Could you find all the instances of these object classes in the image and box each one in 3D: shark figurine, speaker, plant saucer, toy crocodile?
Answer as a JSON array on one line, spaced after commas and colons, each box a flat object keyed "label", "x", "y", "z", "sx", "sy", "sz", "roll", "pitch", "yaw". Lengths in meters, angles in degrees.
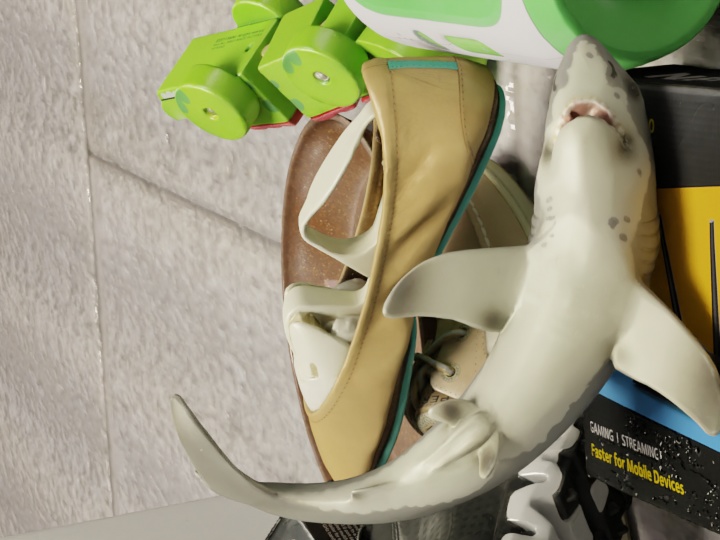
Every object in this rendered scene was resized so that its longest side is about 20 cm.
[{"label": "shark figurine", "x": 0.043, "y": 0.040, "z": 0.807, "sx": 0.128, "sy": 0.214, "sz": 0.089, "roll": 50, "pitch": -167, "yaw": 10}, {"label": "speaker", "x": 0.056, "y": -0.121, "z": 0.880, "sx": 0.200, "sy": 0.088, "sz": 0.089, "roll": -159, "pitch": 63, "yaw": -66}, {"label": "plant saucer", "x": 0.009, "y": 0.025, "z": 1.101, "sx": 0.200, "sy": 0.036, "sz": 0.202, "roll": 174, "pitch": 90, "yaw": -71}, {"label": "toy crocodile", "x": -0.022, "y": -0.094, "z": 1.063, "sx": 0.199, "sy": 0.062, "sz": 0.068, "roll": -10, "pitch": 43, "yaw": 49}]

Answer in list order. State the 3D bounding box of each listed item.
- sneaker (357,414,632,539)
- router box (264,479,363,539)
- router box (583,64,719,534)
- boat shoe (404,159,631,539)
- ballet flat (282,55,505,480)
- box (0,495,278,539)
[{"label": "sneaker", "x": 0.029, "y": 0.128, "z": 0.859, "sx": 0.090, "sy": 0.200, "sz": 0.067, "roll": -5, "pitch": 124, "yaw": 32}, {"label": "router box", "x": 0.014, "y": 0.211, "z": 1.035, "sx": 0.200, "sy": 0.062, "sz": 0.150, "roll": 54, "pitch": 136, "yaw": 24}, {"label": "router box", "x": 0.133, "y": 0.012, "z": 0.772, "sx": 0.200, "sy": 0.051, "sz": 0.150, "roll": -164, "pitch": 68, "yaw": -68}, {"label": "boat shoe", "x": 0.053, "y": 0.048, "z": 0.969, "sx": 0.072, "sy": 0.065, "sz": 0.201, "roll": 133, "pitch": 126, "yaw": -63}, {"label": "ballet flat", "x": 0.000, "y": 0.000, "z": 0.951, "sx": 0.069, "sy": 0.063, "sz": 0.201, "roll": -104, "pitch": 28, "yaw": -59}, {"label": "box", "x": -0.094, "y": 0.244, "z": 1.225, "sx": 0.200, "sy": 0.198, "sz": 0.172, "roll": -132, "pitch": 40, "yaw": -51}]
